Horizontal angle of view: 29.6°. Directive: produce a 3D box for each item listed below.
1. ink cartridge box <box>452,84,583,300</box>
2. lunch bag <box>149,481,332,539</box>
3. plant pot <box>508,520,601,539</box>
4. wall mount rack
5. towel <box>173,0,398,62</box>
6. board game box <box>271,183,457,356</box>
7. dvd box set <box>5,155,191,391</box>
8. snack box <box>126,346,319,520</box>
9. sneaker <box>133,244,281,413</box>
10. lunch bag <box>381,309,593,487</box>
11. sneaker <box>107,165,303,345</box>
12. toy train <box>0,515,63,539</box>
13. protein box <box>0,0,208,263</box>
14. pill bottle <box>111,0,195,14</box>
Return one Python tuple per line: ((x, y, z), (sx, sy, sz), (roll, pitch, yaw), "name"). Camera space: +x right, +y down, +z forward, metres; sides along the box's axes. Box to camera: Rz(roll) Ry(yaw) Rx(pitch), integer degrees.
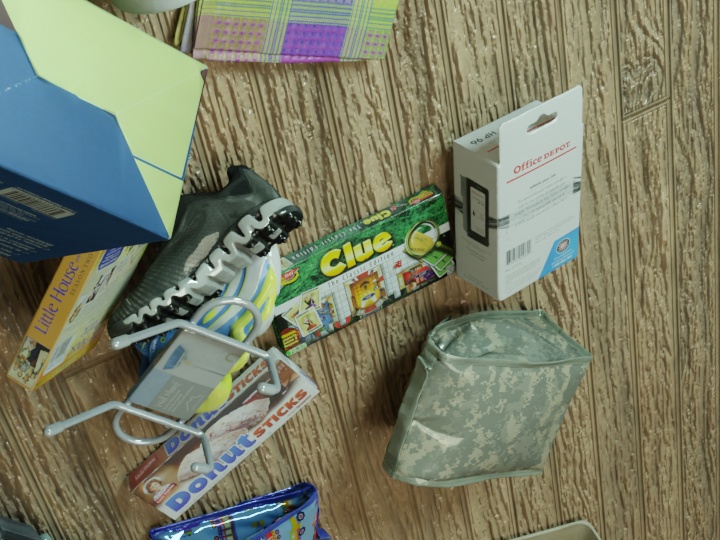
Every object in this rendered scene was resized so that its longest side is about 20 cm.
((0.154, -0.086, 1.332), (0.116, 0.068, 0.201), (-28, 132, -29), "ink cartridge box")
((-0.113, 0.320, 1.452), (0.199, 0.094, 0.151), (-20, 127, -31), "lunch bag")
((0.224, 0.460, 1.686), (0.199, 0.200, 0.178), (-8, 135, -27), "plant pot")
((-0.173, 0.103, 1.192), (0.173, 0.075, 0.200), (22, 122, -32), "wall mount rack")
((-0.053, -0.244, 1.141), (0.199, 0.023, 0.144), (-4, 121, -31), "towel")
((0.000, 0.000, 1.339), (0.199, 0.023, 0.105), (-27, 129, -14), "board game box")
((-0.215, -0.007, 1.134), (0.029, 0.146, 0.200), (30, 107, 3), "dvd box set")
((-0.137, 0.163, 1.357), (0.200, 0.024, 0.072), (-42, 133, 5), "snack box")
((-0.146, 0.047, 1.245), (0.105, 0.076, 0.201), (6, 118, -33), "sneaker")
((0.118, 0.134, 1.439), (0.199, 0.118, 0.165), (-1, 122, -36), "lunch bag")
((-0.150, -0.018, 1.196), (0.200, 0.091, 0.066), (-39, 160, 3), "sneaker")
((-0.318, 0.309, 1.317), (0.200, 0.085, 0.114), (31, 92, -42), "toy train")
((-0.255, -0.106, 0.964), (0.198, 0.200, 0.136), (25, 69, -40), "protein box")
((-0.168, -0.293, 0.974), (0.113, 0.113, 0.200), (-28, 131, -12), "pill bottle")
